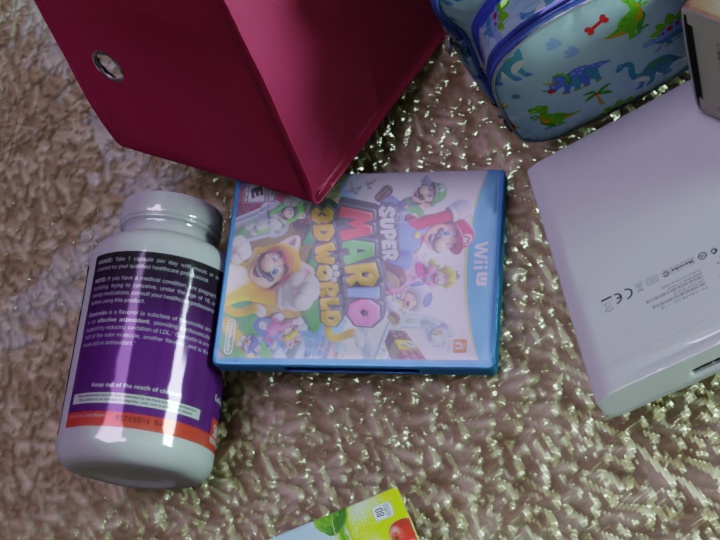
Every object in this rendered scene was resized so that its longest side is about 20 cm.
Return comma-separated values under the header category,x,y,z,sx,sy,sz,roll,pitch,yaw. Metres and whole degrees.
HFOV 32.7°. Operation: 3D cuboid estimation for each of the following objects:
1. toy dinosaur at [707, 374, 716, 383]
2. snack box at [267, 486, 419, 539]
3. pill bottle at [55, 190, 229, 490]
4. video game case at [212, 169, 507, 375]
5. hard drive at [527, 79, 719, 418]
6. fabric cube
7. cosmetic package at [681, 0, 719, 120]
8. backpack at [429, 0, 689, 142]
category,x,y,z,sx,sy,sz,roll,pitch,yaw
toy dinosaur,0.282,-0.012,0.696,0.198,0.060,0.108,-14,64,25
snack box,-0.017,0.255,0.721,0.167,0.068,0.201,-21,57,-2
pill bottle,-0.149,0.050,0.888,0.111,0.112,0.203,-5,67,28
video game case,0.000,0.000,0.852,0.197,0.018,0.145,0,68,15
hard drive,0.181,-0.020,0.745,0.131,0.027,0.201,-28,43,19
fabric cube,-0.084,-0.198,0.876,0.198,0.197,0.201,18,58,33
cosmetic package,0.285,-0.178,0.719,0.087,0.104,0.200,35,76,35
backpack,0.129,-0.190,0.776,0.181,0.200,0.148,-25,58,17
